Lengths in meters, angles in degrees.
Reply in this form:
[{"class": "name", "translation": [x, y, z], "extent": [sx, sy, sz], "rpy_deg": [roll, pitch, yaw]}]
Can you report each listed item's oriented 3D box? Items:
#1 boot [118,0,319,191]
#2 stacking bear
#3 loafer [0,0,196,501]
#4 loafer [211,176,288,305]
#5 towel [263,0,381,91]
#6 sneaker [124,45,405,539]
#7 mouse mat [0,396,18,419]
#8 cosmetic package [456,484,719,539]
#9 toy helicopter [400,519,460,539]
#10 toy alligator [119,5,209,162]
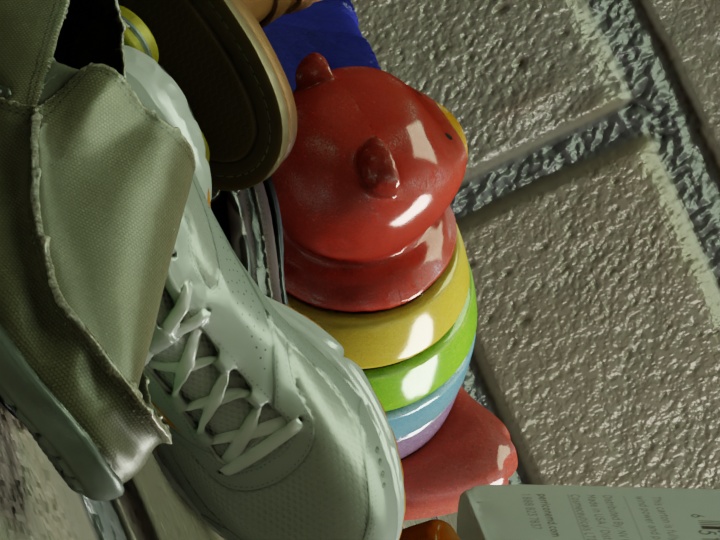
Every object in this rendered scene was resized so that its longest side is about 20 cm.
[{"class": "boot", "translation": [-0.056, -0.103, 1.134], "extent": [0.200, 0.077, 0.155], "rpy_deg": [39, 24, 30]}, {"class": "stacking bear", "translation": [0.000, 0.000, 1.207], "extent": [0.200, 0.113, 0.122], "rpy_deg": [91, -22, -48]}, {"class": "loafer", "translation": [-0.082, -0.024, 0.823], "extent": [0.075, 0.069, 0.200], "rpy_deg": [60, 7, -49]}, {"class": "loafer", "translation": [-0.066, -0.008, 1.109], "extent": [0.063, 0.072, 0.201], "rpy_deg": [48, 20, -65]}, {"class": "towel", "translation": [-0.065, -0.097, 1.370], "extent": [0.200, 0.147, 0.050], "rpy_deg": [-111, -147, -50]}, {"class": "sneaker", "translation": [-0.060, 0.021, 0.934], "extent": [0.200, 0.076, 0.092], "rpy_deg": [56, 12, 2]}, {"class": "mouse mat", "translation": [-0.125, -0.039, 0.904], "extent": [0.161, 0.008, 0.201], "rpy_deg": [47, 18, -79]}, {"class": "cosmetic package", "translation": [0.119, 0.200, 1.085], "extent": [0.165, 0.164, 0.201], "rpy_deg": [-104, -164, -73]}, {"class": "toy helicopter", "translation": [-0.005, 0.163, 0.969], "extent": [0.200, 0.079, 0.133], "rpy_deg": [-9, 82, -75]}, {"class": "toy alligator", "translation": [-0.109, -0.070, 1.019], "extent": [0.054, 0.059, 0.200], "rpy_deg": [0, -54, 46]}]
